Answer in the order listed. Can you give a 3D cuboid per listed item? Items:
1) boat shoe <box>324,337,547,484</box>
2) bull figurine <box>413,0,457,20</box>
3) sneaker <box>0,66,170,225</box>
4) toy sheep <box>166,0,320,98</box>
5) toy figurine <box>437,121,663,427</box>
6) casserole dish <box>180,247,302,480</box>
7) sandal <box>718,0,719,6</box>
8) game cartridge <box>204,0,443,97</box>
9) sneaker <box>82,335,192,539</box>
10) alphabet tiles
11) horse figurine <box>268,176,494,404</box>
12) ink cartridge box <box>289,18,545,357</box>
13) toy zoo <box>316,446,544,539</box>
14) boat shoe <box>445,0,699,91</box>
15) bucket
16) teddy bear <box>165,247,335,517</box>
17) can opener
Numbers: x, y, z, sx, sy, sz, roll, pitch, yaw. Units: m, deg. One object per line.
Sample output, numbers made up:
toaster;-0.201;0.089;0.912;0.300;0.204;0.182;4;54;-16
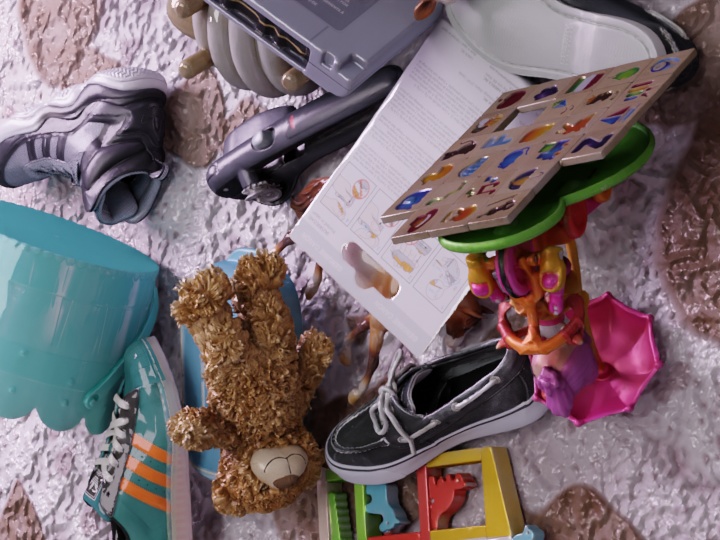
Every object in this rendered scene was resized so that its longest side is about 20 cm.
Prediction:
boat shoe;0.043;0.097;1.659;0.199;0.068;0.074;-18;49;37
bull figurine;0.013;-0.267;1.648;0.065;0.121;0.200;-35;47;6
sneaker;-0.235;-0.085;1.928;0.200;0.075;0.114;-25;67;33
toy sheep;-0.058;-0.191;1.754;0.199;0.138;0.138;13;93;25
toy figurine;0.135;0.022;1.532;0.150;0.200;0.185;-7;112;27
casserole dish;-0.096;0.083;1.789;0.121;0.039;0.201;8;101;46
sandal;0.284;-0.130;1.499;0.080;0.057;0.201;-34;64;33
game cartridge;-0.045;-0.218;1.677;0.200;0.133;0.041;38;146;15
sneaker;-0.178;0.153;1.811;0.071;0.080;0.201;-151;56;-72
alphabet tiles;0.108;-0.078;1.504;0.167;0.200;0.008;-9;117;44
horse figurine;0.000;0.000;1.734;0.133;0.050;0.200;-51;58;33
ink cartridge box;0.062;-0.059;1.671;0.163;0.057;0.200;43;107;35
toy zoo;0.051;0.199;1.684;0.200;0.020;0.132;-12;77;39
boat shoe;0.145;-0.166;1.621;0.200;0.060;0.076;33;118;36
bucket;-0.263;0.032;1.863;0.207;0.207;0.135;27;101;39
teddy bear;-0.076;0.084;1.693;0.067;0.145;0.201;3;92;44
can opener;-0.039;-0.107;1.771;0.200;0.063;0.079;-25;69;36
